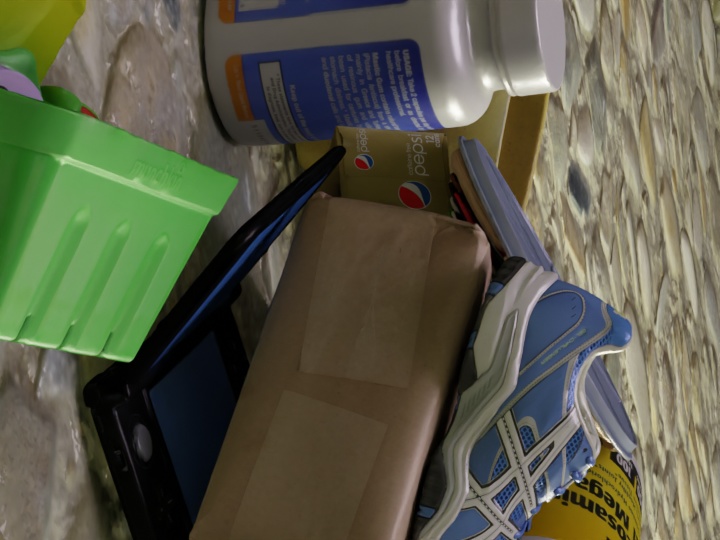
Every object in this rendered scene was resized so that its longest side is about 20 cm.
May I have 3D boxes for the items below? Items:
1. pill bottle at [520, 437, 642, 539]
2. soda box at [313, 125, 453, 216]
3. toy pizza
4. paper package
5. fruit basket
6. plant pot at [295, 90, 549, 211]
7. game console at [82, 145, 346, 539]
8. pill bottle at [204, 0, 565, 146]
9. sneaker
[{"bbox_3d":[0.097,0.169,1.365,0.200,0.112,0.113,-76,156,-60],"label":"pill bottle"},{"bbox_3d":[0.000,0.000,1.458,0.200,0.067,0.064,109,-19,-54],"label":"soda box"},{"bbox_3d":[0.095,0.019,1.371,0.201,0.032,0.200,61,7,-13],"label":"toy pizza"},{"bbox_3d":[-0.003,0.091,1.312,0.191,0.103,0.201,81,25,-67],"label":"paper package"},{"bbox_3d":[-0.144,-0.076,1.006,0.215,0.154,0.217,14,90,-73],"label":"fruit basket"},{"bbox_3d":[0.038,-0.102,1.609,0.200,0.141,0.202,11,90,-79],"label":"plant pot"},{"bbox_3d":[-0.055,0.049,1.303,0.200,0.116,0.177,-46,120,-69],"label":"game console"},{"bbox_3d":[0.017,-0.137,1.469,0.112,0.198,0.113,-4,90,-75],"label":"pill bottle"},{"bbox_3d":[0.076,0.099,1.242,0.076,0.077,0.201,-35,142,-77],"label":"sneaker"}]
